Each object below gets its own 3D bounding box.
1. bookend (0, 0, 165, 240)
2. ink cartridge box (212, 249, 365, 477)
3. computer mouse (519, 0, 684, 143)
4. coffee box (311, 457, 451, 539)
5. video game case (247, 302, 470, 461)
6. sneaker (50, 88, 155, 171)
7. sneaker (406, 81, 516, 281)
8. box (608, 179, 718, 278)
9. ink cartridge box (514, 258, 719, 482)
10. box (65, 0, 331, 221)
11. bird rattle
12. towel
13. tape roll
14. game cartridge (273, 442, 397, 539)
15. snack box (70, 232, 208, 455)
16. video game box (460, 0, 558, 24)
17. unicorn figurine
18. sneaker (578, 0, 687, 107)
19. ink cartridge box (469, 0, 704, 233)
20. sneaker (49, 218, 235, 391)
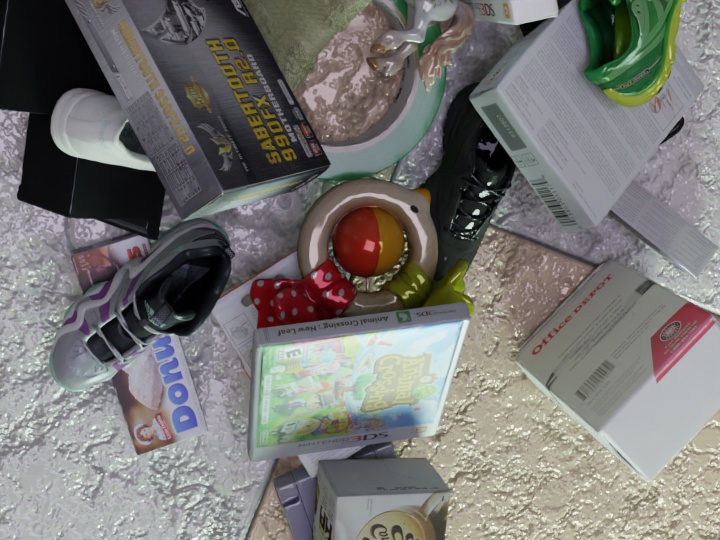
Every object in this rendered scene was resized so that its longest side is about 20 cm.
[{"bbox_3d":[-0.252,-0.131,0.998,0.198,0.092,0.201,-3,107,-50],"label":"bookend"},{"bbox_3d":[-0.053,0.084,1.163,0.109,0.050,0.201,-31,106,-4],"label":"ink cartridge box"},{"bbox_3d":[0.237,-0.196,1.155,0.140,0.046,0.201,-25,95,-23],"label":"computer mouse"},{"bbox_3d":[0.012,0.286,1.167,0.112,0.080,0.201,1,106,-16],"label":"coffee box"},{"bbox_3d":[-0.007,0.102,1.075,0.181,0.022,0.201,-7,145,-12],"label":"video game case"},{"bbox_3d":[-0.145,-0.106,0.991,0.199,0.088,0.076,-8,111,-49],"label":"sneaker"},{"bbox_3d":[0.099,-0.075,1.141,0.075,0.091,0.201,11,101,-19],"label":"sneaker"},{"bbox_3d":[0.265,-0.066,1.207,0.199,0.039,0.042,34,94,-17],"label":"box"},{"bbox_3d":[0.251,0.087,1.153,0.146,0.200,0.085,-45,113,0],"label":"ink cartridge box"},{"bbox_3d":[-0.122,-0.146,0.946,0.048,0.158,0.201,-31,85,30],"label":"box"},{"bbox_3d":[0.000,0.000,1.104,0.198,0.113,0.164,0,87,-4],"label":"bird rattle"},{"bbox_3d":[-0.080,-0.259,1.027,0.148,0.036,0.200,-46,72,22],"label":"towel"},{"bbox_3d":[-0.023,-0.184,1.111,0.199,0.048,0.202,-3,103,-12],"label":"tape roll"},{"bbox_3d":[0.003,0.276,1.228,0.129,0.038,0.201,-21,106,-12],"label":"game cartridge"},{"bbox_3d":[-0.204,0.067,1.138,0.071,0.024,0.201,-18,105,-10],"label":"snack box"},{"bbox_3d":[0.103,-0.312,1.041,0.047,0.182,0.201,-16,105,-9],"label":"video game box"},{"bbox_3d":[0.027,-0.263,1.051,0.137,0.074,0.200,-45,122,-6],"label":"unicorn figurine"},{"bbox_3d":[0.238,-0.246,1.067,0.083,0.074,0.201,14,80,-33],"label":"sneaker"},{"bbox_3d":[0.208,-0.159,1.113,0.163,0.057,0.200,50,60,-19],"label":"ink cartridge box"},{"bbox_3d":[-0.187,0.038,1.048,0.200,0.140,0.078,-46,109,-2],"label":"sneaker"}]
